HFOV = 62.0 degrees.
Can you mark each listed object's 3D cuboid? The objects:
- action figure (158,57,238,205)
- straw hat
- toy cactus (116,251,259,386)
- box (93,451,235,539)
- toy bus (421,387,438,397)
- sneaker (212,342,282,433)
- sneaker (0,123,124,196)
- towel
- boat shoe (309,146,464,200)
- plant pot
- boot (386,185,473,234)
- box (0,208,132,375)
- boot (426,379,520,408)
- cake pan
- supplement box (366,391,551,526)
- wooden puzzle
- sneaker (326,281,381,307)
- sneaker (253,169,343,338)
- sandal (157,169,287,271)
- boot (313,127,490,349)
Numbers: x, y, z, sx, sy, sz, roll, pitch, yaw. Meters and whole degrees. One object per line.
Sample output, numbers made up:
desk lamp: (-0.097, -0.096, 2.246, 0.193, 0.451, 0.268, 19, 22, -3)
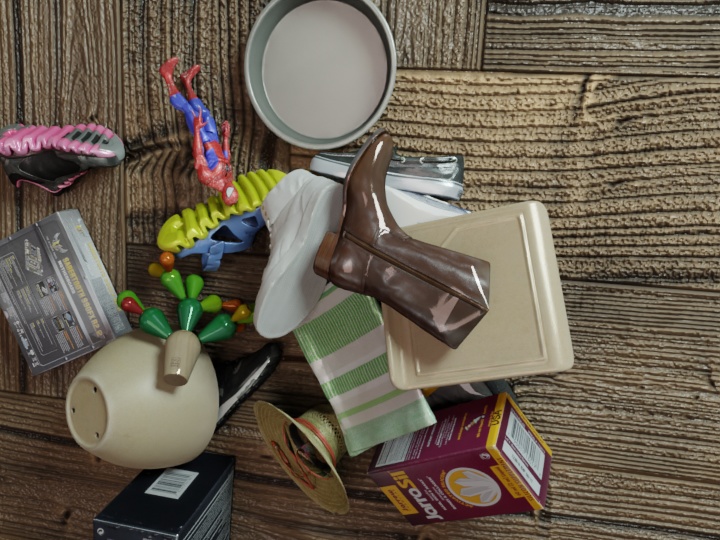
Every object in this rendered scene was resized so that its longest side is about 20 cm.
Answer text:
action figure: (-0.199, -0.176, 0.772, 0.051, 0.065, 0.203, -24, 82, 23)
straw hat: (-0.056, 0.229, 0.819, 0.085, 0.201, 0.202, -36, 92, -30)
toy cactus: (-0.220, 0.065, 0.777, 0.197, 0.167, 0.103, 12, 137, -15)
box: (-0.267, 0.388, 0.832, 0.121, 0.200, 0.202, 6, 101, 8)
toy bus: (0.124, 0.062, 0.722, 0.199, 0.065, 0.079, -40, 87, 6)
sneaker: (-0.199, 0.159, 0.848, 0.088, 0.076, 0.200, 46, 104, 6)
sneaker: (-0.418, -0.151, 0.842, 0.196, 0.079, 0.097, 4, 122, 10)
towel: (-0.008, 0.113, 0.728, 0.152, 0.023, 0.202, -34, 77, 41)
boat shoe: (0.035, -0.132, 0.761, 0.196, 0.069, 0.058, 10, 94, 2)
plant pot: (-0.308, 0.176, 0.803, 0.197, 0.134, 0.204, 0, 91, 30)
boot: (0.072, -0.060, 0.751, 0.197, 0.090, 0.074, 20, 105, 8)
box: (-0.449, 0.033, 0.882, 0.156, 0.048, 0.203, -22, 95, 12)
boot: (0.122, 0.165, 0.799, 0.131, 0.070, 0.201, -36, 81, 17)
cake pan: (-0.050, -0.257, 0.764, 0.197, 0.037, 0.204, 2, 100, 10)
supplement box: (0.121, 0.240, 0.748, 0.199, 0.086, 0.111, -27, 110, 38)
wooden puzzle: (0.122, 0.029, 0.669, 0.196, 0.037, 0.188, -9, 75, 12)
sneaker: (0.000, 0.000, 0.780, 0.198, 0.075, 0.115, 27, 106, 7)
sneaker: (-0.090, -0.026, 0.741, 0.115, 0.073, 0.202, 32, 97, 49)
sandal: (-0.169, -0.065, 0.810, 0.198, 0.080, 0.088, -26, 132, 6)
boot: (0.066, -0.037, 0.645, 0.198, 0.064, 0.189, 24, 97, 22)
